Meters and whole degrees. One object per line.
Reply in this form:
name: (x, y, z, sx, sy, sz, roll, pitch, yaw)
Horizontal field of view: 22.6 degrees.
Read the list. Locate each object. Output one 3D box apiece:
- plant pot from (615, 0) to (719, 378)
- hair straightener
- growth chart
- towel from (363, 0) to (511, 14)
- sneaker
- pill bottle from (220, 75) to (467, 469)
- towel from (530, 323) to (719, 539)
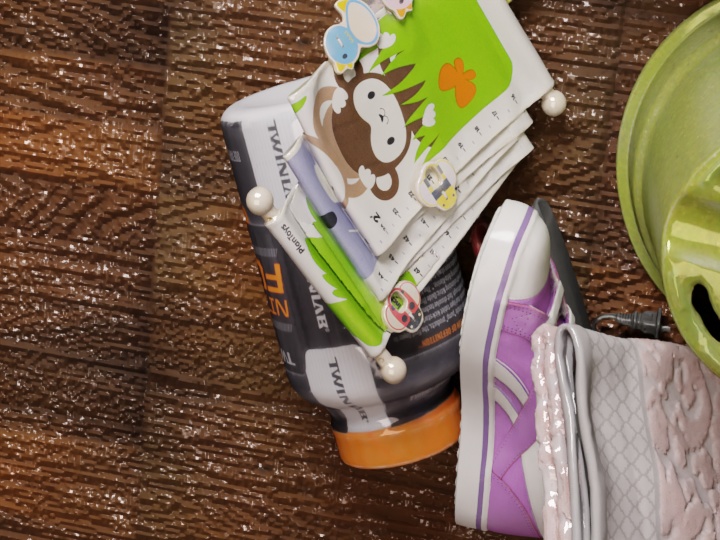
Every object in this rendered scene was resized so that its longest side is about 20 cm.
plant pot: (0.211, -0.026, 0.847, 0.198, 0.184, 0.203, 4, 107, 13)
hair straightener: (0.133, 0.052, 0.964, 0.076, 0.041, 0.202, -22, 100, 19)
growth chart: (0.024, -0.066, 0.886, 0.145, 0.201, 0.018, 46, 156, -28)
towel: (0.019, -0.213, 0.925, 0.143, 0.023, 0.201, -37, 95, 21)
sneaker: (0.109, 0.056, 0.918, 0.113, 0.073, 0.202, 10, 129, 15)
pill bottle: (0.000, 0.000, 0.947, 0.105, 0.106, 0.202, -11, 103, 16)
towel: (0.155, 0.131, 0.866, 0.032, 0.190, 0.202, -16, 70, 40)
